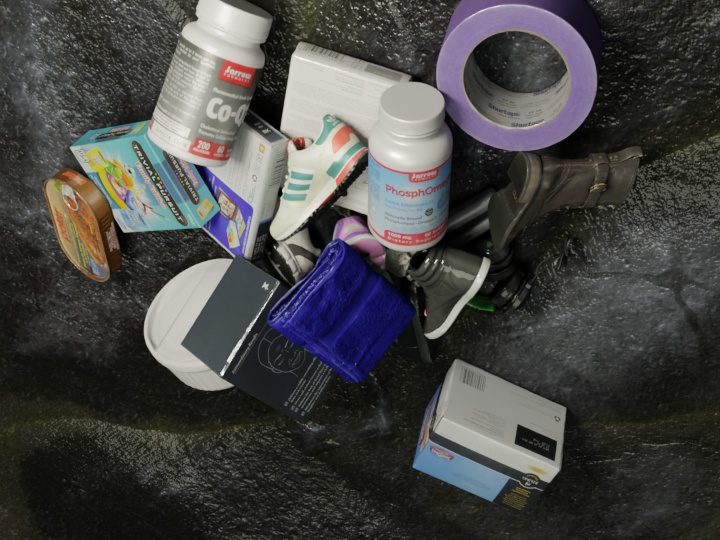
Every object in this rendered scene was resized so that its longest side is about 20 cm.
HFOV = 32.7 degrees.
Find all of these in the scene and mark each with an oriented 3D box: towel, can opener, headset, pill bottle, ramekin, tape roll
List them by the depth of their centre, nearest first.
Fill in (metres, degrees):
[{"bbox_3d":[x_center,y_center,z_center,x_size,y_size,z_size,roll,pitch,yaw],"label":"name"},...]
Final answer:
[{"bbox_3d":[0.196,-0.254,1.506,0.196,0.086,0.202,8,131,10],"label":"tape roll"},{"bbox_3d":[0.062,-0.131,1.555,0.107,0.110,0.202,8,134,9],"label":"pill bottle"},{"bbox_3d":[-0.189,-0.246,1.567,0.112,0.114,0.203,22,107,-3],"label":"pill bottle"},{"bbox_3d":[-0.018,0.062,1.655,0.148,0.050,0.200,-47,136,3],"label":"towel"},{"bbox_3d":[0.114,-0.055,1.715,0.198,0.067,0.053,-29,118,24],"label":"can opener"},{"bbox_3d":[0.207,-0.004,1.731,0.198,0.094,0.124,-9,127,42],"label":"headset"},{"bbox_3d":[-0.217,0.088,1.840,0.199,0.205,0.095,-4,140,19],"label":"ramekin"}]

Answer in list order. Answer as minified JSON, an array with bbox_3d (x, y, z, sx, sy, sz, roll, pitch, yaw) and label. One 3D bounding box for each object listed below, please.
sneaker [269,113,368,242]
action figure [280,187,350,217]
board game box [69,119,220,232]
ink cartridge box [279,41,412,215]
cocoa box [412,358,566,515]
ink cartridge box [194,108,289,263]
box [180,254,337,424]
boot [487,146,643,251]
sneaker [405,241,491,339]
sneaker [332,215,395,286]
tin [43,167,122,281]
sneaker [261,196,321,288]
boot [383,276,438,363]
[{"bbox_3d":[-0.070,-0.125,1.628,0.094,0.070,0.200,50,127,5],"label":"sneaker"},{"bbox_3d":[-0.023,-0.118,1.705,0.196,0.055,0.119,6,132,17],"label":"action figure"},{"bbox_3d":[-0.305,-0.130,1.721,0.198,0.047,0.152,0,127,48],"label":"board game box"},{"bbox_3d":[-0.027,-0.186,1.633,0.158,0.050,0.202,18,128,7],"label":"ink cartridge box"},{"bbox_3d":[0.199,0.258,1.889,0.197,0.134,0.132,24,132,-4],"label":"cocoa box"},{"bbox_3d":[-0.192,-0.142,1.699,0.199,0.043,0.200,38,131,28],"label":"ink cartridge box"},{"bbox_3d":[-0.123,0.098,1.704,0.107,0.150,0.200,30,174,43],"label":"box"},{"bbox_3d":[0.268,-0.091,1.608,0.171,0.070,0.201,-2,149,-17],"label":"boot"},{"bbox_3d":[0.103,0.021,1.707,0.098,0.071,0.201,28,146,-2],"label":"sneaker"},{"bbox_3d":[0.000,0.000,1.727,0.079,0.089,0.202,-19,138,-9],"label":"sneaker"},{"bbox_3d":[-0.414,-0.068,1.835,0.111,0.042,0.202,25,143,21],"label":"tin"},{"bbox_3d":[-0.128,-0.076,1.766,0.073,0.080,0.202,-10,112,51],"label":"sneaker"},{"bbox_3d":[0.008,0.070,1.845,0.197,0.066,0.167,3,127,20],"label":"boot"}]
